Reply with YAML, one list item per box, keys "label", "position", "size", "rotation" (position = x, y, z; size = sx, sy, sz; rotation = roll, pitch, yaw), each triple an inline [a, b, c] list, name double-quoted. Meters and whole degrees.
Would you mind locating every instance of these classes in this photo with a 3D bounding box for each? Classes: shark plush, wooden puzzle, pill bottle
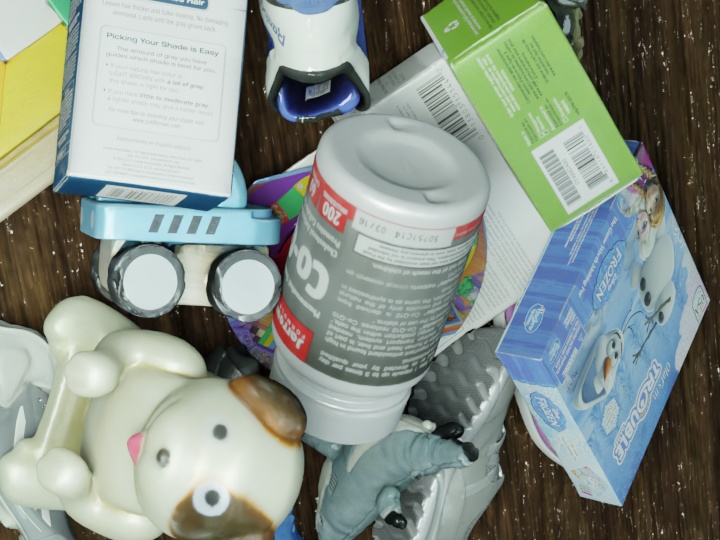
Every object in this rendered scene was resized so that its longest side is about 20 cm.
- label: "shark plush"
  position: [0.032, 0.149, 1.197]
  size: [0.090, 0.199, 0.084]
  rotation: [23, 65, -37]
- label: "wooden puzzle"
  position: [-0.214, -0.150, 1.019]
  size: [0.200, 0.037, 0.185]
  rotation: [-39, 97, -15]
- label: "pill bottle"
  position: [0.005, 0.009, 1.099]
  size: [0.113, 0.114, 0.201]
  rotation: [-4, 129, -28]

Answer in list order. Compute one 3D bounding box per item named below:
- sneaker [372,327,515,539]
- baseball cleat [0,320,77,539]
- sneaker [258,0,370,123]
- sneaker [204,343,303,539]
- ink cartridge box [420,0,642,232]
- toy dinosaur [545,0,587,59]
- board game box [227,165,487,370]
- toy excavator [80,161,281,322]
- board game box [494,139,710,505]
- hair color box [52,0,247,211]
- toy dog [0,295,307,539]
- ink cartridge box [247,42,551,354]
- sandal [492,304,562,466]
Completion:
- label: "sneaker"
  position: [0.077, 0.136, 1.290]
  size: [0.082, 0.075, 0.201]
  rotation: [14, 106, -40]
- label: "baseball cleat"
  position: [-0.218, 0.111, 1.109]
  size: [0.106, 0.070, 0.201]
  rotation: [-37, 118, -14]
- label: "sneaker"
  position: [-0.034, -0.159, 1.078]
  size: [0.080, 0.200, 0.116]
  rotation: [-1, 109, 1]
- label: "sneaker"
  position: [-0.062, 0.139, 1.199]
  size: [0.111, 0.077, 0.200]
  rotation: [-40, 112, -4]
- label: "ink cartridge box"
  position: [0.106, -0.138, 1.171]
  size: [0.075, 0.200, 0.148]
  rotation: [-32, 117, 5]
- label: "toy dinosaur"
  position: [0.161, -0.249, 1.246]
  size: [0.088, 0.047, 0.201]
  rotation: [-22, 109, -16]
- label: "board game box"
  position: [0.000, 0.000, 1.187]
  size: [0.198, 0.039, 0.159]
  rotation: [-15, 116, -9]
- label: "toy excavator"
  position: [-0.145, -0.073, 1.095]
  size: [0.193, 0.100, 0.202]
  rotation: [3, 93, -18]
- label: "board game box"
  position: [0.190, 0.041, 1.271]
  size: [0.201, 0.043, 0.199]
  rotation: [-62, 141, -26]
- label: "hair color box"
  position: [-0.123, -0.143, 1.004]
  size: [0.099, 0.060, 0.202]
  rotation: [7, 81, -18]
- label: "toy dog"
  position: [-0.111, 0.115, 1.026]
  size: [0.193, 0.200, 0.140]
  rotation: [30, 80, -27]
- label: "ink cartridge box"
  position: [0.035, -0.036, 1.229]
  size: [0.176, 0.045, 0.200]
  rotation: [-34, 118, 2]
- label: "sandal"
  position: [0.161, 0.090, 1.328]
  size: [0.082, 0.050, 0.203]
  rotation: [-41, 119, -14]
